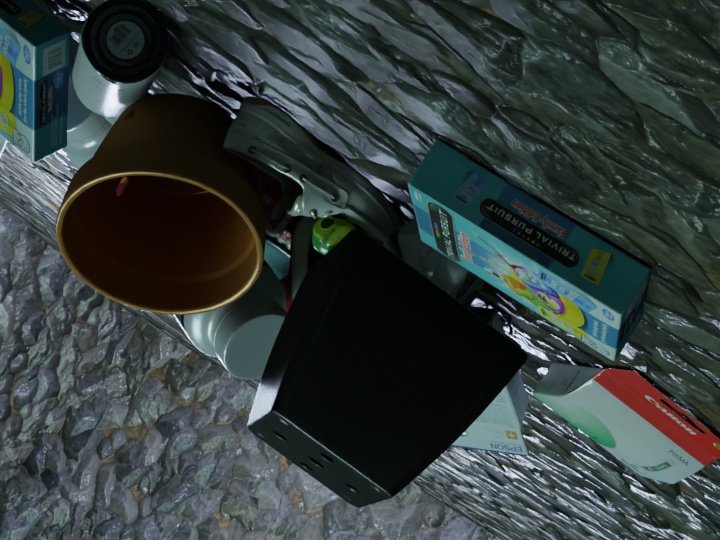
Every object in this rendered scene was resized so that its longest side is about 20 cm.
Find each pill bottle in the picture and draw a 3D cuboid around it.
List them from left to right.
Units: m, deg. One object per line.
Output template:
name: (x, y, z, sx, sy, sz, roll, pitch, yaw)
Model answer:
pill bottle: (-0.259, -0.136, 1.901, 0.113, 0.113, 0.200, 25, 166, 44)
pill bottle: (-0.144, 0.020, 1.741, 0.111, 0.111, 0.200, 45, -176, -46)

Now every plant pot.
plant pot: (-0.182, -0.074, 1.627, 0.198, 0.141, 0.201, 4, 139, 4)
plant pot: (0.004, 0.107, 1.579, 0.199, 0.178, 0.199, 37, 161, -5)

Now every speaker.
speaker: (-0.232, -0.200, 1.614, 0.081, 0.082, 0.200, 36, 170, -7)

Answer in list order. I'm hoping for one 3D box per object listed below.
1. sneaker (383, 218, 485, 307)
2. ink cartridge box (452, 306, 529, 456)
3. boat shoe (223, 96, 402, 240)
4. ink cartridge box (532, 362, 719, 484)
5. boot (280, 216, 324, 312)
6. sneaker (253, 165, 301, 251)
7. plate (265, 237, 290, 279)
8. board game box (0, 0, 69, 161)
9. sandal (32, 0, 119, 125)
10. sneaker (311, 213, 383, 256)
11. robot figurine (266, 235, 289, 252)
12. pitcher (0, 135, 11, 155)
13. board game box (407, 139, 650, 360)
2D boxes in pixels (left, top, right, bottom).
sneaker: (0.066, -0.003, 1.620, 0.099, 0.078, 0.200, 39, 162, 10)
ink cartridge box: (0.080, 0.112, 1.840, 0.195, 0.043, 0.201, 6, 138, 28)
boat shoe: (-0.049, -0.080, 1.600, 0.199, 0.070, 0.071, 37, 166, -20)
ink cartridge box: (0.280, 0.159, 1.707, 0.160, 0.050, 0.200, 37, 172, -13)
boot: (-0.086, 0.024, 1.803, 0.143, 0.072, 0.202, 20, 122, 37)
sneaker: (-0.100, -0.081, 1.783, 0.107, 0.068, 0.201, 31, 173, 15)
plate: (-0.109, 0.014, 1.898, 0.199, 0.026, 0.201, 25, 145, 19)
board game box: (-0.383, -0.230, 1.750, 0.200, 0.047, 0.152, 38, 140, 25)
sandal: (-0.287, -0.230, 1.752, 0.203, 0.050, 0.082, 50, 166, -1)
sneaker: (0.000, 0.000, 1.709, 0.074, 0.084, 0.200, 32, 179, 24)
robot figurine: (-0.125, -0.015, 2.010, 0.199, 0.151, 0.125, 35, -160, -6)
pitcher: (-0.407, -0.201, 1.944, 0.120, 0.173, 0.200, -1, -171, -26)
board game box: (0.137, -0.013, 1.378, 0.199, 0.047, 0.151, 32, 169, 15)
